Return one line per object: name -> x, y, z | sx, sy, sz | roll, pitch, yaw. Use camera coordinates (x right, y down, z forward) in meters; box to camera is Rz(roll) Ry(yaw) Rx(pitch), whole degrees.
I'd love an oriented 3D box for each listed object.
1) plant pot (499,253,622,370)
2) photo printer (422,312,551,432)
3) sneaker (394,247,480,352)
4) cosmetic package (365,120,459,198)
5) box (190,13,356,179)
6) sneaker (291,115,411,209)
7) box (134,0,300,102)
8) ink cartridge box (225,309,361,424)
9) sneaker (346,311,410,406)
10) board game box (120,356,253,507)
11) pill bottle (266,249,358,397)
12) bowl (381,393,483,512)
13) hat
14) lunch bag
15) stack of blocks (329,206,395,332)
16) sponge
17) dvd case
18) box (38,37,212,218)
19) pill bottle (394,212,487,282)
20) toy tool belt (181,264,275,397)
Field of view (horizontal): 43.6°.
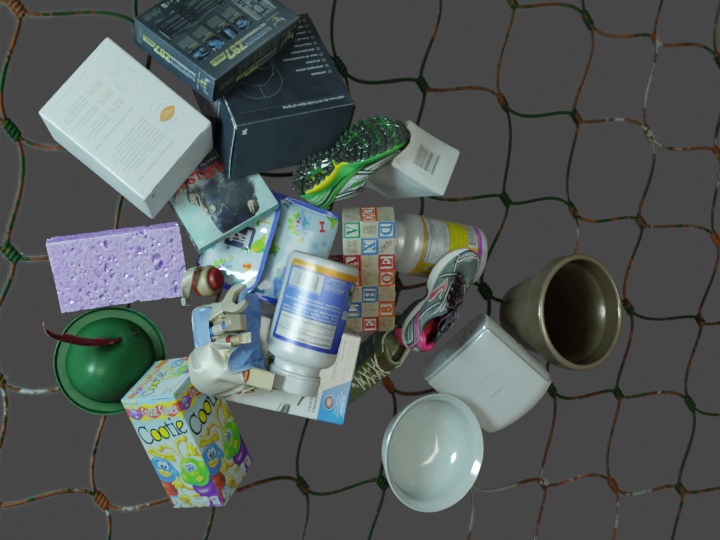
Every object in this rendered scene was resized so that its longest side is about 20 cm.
plant pot -> 0.345, 0.080, 1.630 | 0.196, 0.174, 0.206 | 4, 83, -30
photo printer -> 0.234, 0.193, 1.617 | 0.199, 0.070, 0.166 | 40, 110, -21
sneaker -> 0.143, 0.053, 1.504 | 0.080, 0.074, 0.202 | 41, 78, -30
cosmetic package -> 0.062, -0.178, 1.486 | 0.111, 0.199, 0.083 | 27, 83, -26
box -> -0.139, -0.271, 1.386 | 0.196, 0.125, 0.199 | -14, 60, -22
sneaker -> -0.007, -0.165, 1.380 | 0.197, 0.079, 0.085 | -27, 143, 20
box -> -0.207, -0.352, 1.317 | 0.156, 0.051, 0.200 | 36, 55, 10
ink cartridge box -> -0.111, 0.153, 1.451 | 0.195, 0.084, 0.150 | 12, 91, -7
sneaker -> 0.026, 0.153, 1.543 | 0.067, 0.089, 0.201 | 47, 75, -19
board game box -> -0.261, 0.247, 1.374 | 0.105, 0.101, 0.203 | -54, 129, -54
pill bottle -> -0.078, 0.081, 1.355 | 0.110, 0.112, 0.205 | 15, 91, -24
bowl -> 0.112, 0.313, 1.590 | 0.197, 0.090, 0.206 | -1, 93, -25
hat -> -0.366, 0.144, 1.318 | 0.196, 0.175, 0.170 | -3, 94, -24
lunch bag -> -0.151, -0.037, 1.442 | 0.196, 0.127, 0.174 | 19, 83, -14
stack of blocks -> 0.000, 0.000, 1.483 | 0.112, 0.059, 0.204 | -1, 118, -2
sponge -> -0.363, -0.005, 1.357 | 0.195, 0.030, 0.114 | -8, 112, -10
dvd case -> -0.236, -0.142, 1.389 | 0.144, 0.022, 0.202 | -29, 70, -14
box -> -0.338, -0.206, 1.321 | 0.199, 0.106, 0.153 | 39, 76, 1
pill bottle -> 0.116, -0.040, 1.568 | 0.196, 0.104, 0.107 | 10, 88, -23
toy tool belt -> -0.184, 0.084, 1.333 | 0.124, 0.121, 0.205 | 10, 71, -63
